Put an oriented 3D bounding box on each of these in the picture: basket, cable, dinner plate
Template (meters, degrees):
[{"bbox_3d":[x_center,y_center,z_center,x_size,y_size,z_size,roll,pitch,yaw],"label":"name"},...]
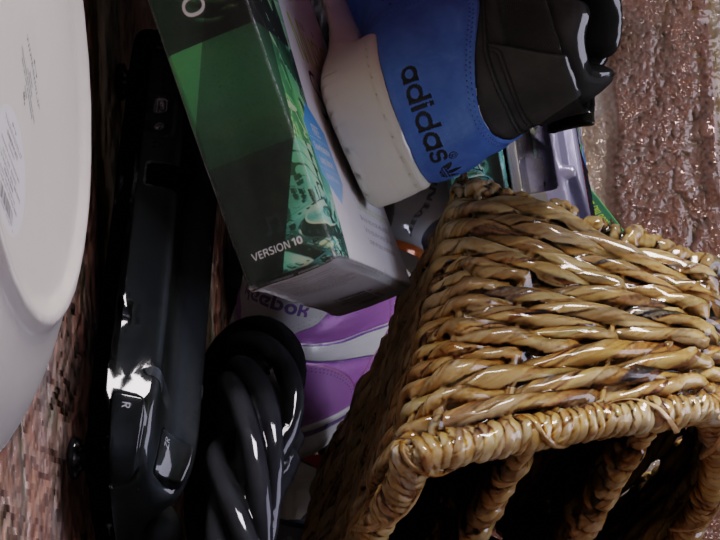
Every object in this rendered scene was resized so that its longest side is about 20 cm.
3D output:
[{"bbox_3d":[0.061,0.094,0.872,0.149,0.142,0.200,-76,-172,-46],"label":"basket"},{"bbox_3d":[-0.036,0.105,0.779,0.200,0.050,0.164,-109,-154,-78],"label":"cable"},{"bbox_3d":[-0.094,-0.052,0.601,0.200,0.024,0.202,-3,90,-84],"label":"dinner plate"}]

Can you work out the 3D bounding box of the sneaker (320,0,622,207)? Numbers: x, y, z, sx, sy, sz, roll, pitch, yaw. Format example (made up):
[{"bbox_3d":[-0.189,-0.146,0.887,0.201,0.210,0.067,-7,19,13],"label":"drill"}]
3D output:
[{"bbox_3d":[0.042,-0.100,0.863,0.200,0.111,0.077,-94,162,-63],"label":"sneaker"}]

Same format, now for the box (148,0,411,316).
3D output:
[{"bbox_3d":[-0.040,-0.086,0.798,0.144,0.036,0.201,22,47,-79],"label":"box"}]

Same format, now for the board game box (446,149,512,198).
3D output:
[{"bbox_3d":[0.056,-0.083,1.105,0.200,0.028,0.136,-49,128,-80],"label":"board game box"}]

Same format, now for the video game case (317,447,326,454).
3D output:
[{"bbox_3d":[0.011,0.165,1.333,0.183,0.023,0.201,82,-11,-51],"label":"video game case"}]

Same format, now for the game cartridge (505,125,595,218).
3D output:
[{"bbox_3d":[0.084,-0.085,1.091,0.130,0.038,0.201,45,35,-69],"label":"game cartridge"}]

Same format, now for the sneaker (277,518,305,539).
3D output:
[{"bbox_3d":[-0.018,0.154,1.030,0.200,0.073,0.081,69,26,-79],"label":"sneaker"}]

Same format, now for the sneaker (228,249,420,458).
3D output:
[{"bbox_3d":[0.001,0.000,1.012,0.200,0.072,0.115,-42,147,-65],"label":"sneaker"}]

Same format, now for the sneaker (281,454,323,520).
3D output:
[{"bbox_3d":[-0.004,0.153,1.161,0.200,0.084,0.077,78,11,-62],"label":"sneaker"}]

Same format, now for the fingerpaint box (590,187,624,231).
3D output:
[{"bbox_3d":[0.067,0.025,1.220,0.074,0.166,0.200,57,3,-35],"label":"fingerpaint box"}]

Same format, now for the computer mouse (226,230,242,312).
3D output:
[{"bbox_3d":[-0.043,0.036,1.072,0.059,0.034,0.201,79,10,-63],"label":"computer mouse"}]

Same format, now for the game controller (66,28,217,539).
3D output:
[{"bbox_3d":[-0.073,0.014,0.782,0.105,0.042,0.201,103,-8,-48],"label":"game controller"}]

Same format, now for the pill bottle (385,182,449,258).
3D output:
[{"bbox_3d":[-0.001,-0.076,1.200,0.106,0.105,0.201,74,14,-69],"label":"pill bottle"}]

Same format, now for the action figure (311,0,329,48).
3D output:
[{"bbox_3d":[-0.021,-0.110,1.046,0.200,0.101,0.120,65,28,-59],"label":"action figure"}]
